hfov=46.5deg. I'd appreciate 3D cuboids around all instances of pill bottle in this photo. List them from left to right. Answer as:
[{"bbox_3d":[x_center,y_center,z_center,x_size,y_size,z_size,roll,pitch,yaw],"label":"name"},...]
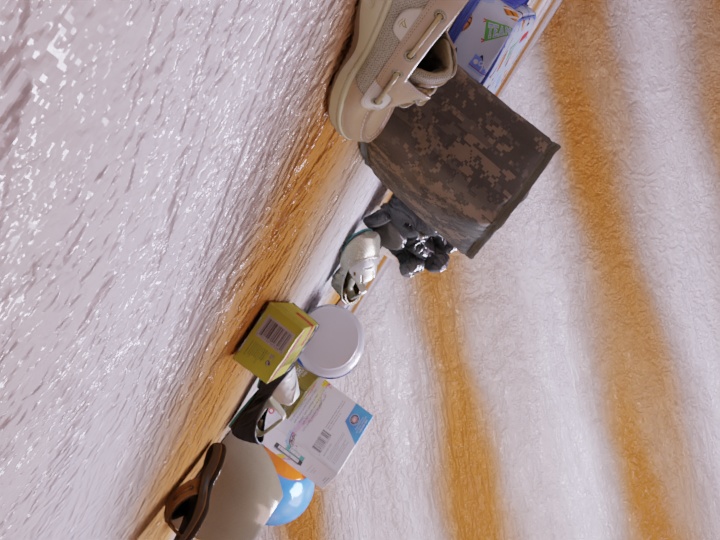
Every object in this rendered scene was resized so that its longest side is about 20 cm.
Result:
[{"bbox_3d":[-0.049,0.117,1.372,0.117,0.115,0.200,-55,176,-8],"label":"pill bottle"}]

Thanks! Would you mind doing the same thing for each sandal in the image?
[{"bbox_3d":[-0.236,0.312,1.148,0.082,0.054,0.202,-51,-165,40],"label":"sandal"}]

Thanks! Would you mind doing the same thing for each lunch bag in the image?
[{"bbox_3d":[0.088,-0.106,0.841,0.118,0.163,0.200,-51,176,-11],"label":"lunch bag"},{"bbox_3d":[0.136,-0.249,0.967,0.162,0.075,0.200,-60,174,26],"label":"lunch bag"}]

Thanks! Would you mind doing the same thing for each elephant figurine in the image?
[{"bbox_3d":[0.076,-0.087,1.273,0.200,0.151,0.145,50,37,-61],"label":"elephant figurine"}]

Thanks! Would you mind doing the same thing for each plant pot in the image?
[{"bbox_3d":[-0.208,0.379,1.413,0.202,0.133,0.200,-56,176,-6],"label":"plant pot"}]

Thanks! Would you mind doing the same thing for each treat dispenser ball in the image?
[{"bbox_3d":[-0.207,0.506,2.014,0.203,0.199,0.201,-55,176,-5],"label":"treat dispenser ball"}]

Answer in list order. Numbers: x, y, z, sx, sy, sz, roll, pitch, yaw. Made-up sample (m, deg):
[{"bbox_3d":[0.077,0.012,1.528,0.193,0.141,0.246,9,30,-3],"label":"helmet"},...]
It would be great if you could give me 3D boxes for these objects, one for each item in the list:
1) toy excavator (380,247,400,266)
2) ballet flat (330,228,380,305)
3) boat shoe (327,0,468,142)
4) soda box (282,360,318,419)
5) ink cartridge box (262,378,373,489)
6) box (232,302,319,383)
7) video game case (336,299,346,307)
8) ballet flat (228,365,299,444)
[{"bbox_3d":[0.088,-0.096,1.627,0.202,0.098,0.195,-64,-177,-37],"label":"toy excavator"},{"bbox_3d":[0.000,0.000,1.302,0.066,0.063,0.201,-20,164,-17],"label":"ballet flat"},{"bbox_3d":[0.028,-0.136,0.548,0.073,0.064,0.201,-54,176,-25],"label":"boat shoe"},{"bbox_3d":[-0.124,0.210,1.574,0.065,0.067,0.200,-55,177,9],"label":"soda box"},{"bbox_3d":[-0.105,0.316,1.724,0.148,0.198,0.147,-53,177,-30],"label":"ink cartridge box"},{"bbox_3d":[-0.092,0.080,0.971,0.076,0.050,0.200,-55,176,-2],"label":"box"},{"bbox_3d":[-0.076,0.134,1.922,0.201,0.022,0.183,-52,174,-47],"label":"video game case"},{"bbox_3d":[-0.131,0.186,1.255,0.202,0.068,0.068,-59,175,33],"label":"ballet flat"}]
